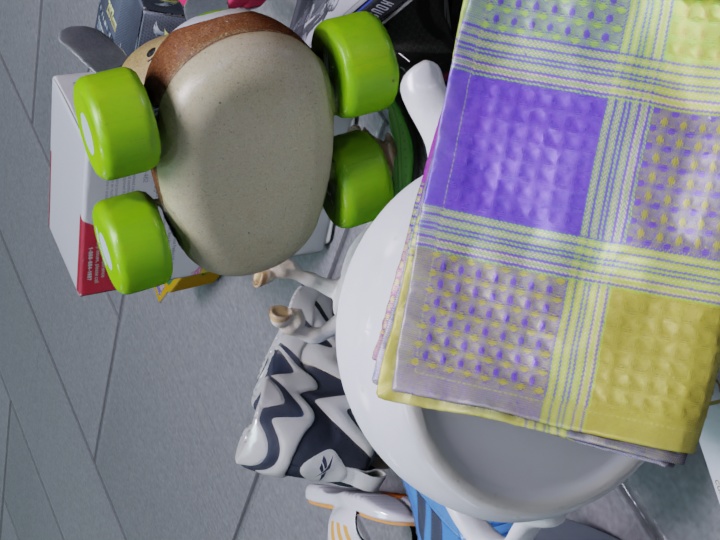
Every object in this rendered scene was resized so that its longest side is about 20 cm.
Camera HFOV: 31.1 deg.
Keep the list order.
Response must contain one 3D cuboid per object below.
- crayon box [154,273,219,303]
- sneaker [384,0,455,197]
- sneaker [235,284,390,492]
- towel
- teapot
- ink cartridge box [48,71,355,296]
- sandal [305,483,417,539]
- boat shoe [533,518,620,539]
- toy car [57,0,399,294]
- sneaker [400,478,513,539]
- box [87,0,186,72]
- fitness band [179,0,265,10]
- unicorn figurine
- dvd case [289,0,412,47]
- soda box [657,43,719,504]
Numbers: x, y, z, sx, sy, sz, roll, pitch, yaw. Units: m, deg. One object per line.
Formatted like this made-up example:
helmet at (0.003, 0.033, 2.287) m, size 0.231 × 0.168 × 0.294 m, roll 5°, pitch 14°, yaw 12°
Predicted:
crayon box at (-0.156, -0.063, 1.186) m, size 0.200 × 0.052 × 0.126 m, roll -42°, pitch 65°, yaw 59°
sneaker at (0.058, -0.096, 0.765) m, size 0.084 × 0.077 × 0.200 m, roll -13°, pitch 82°, yaw 28°
sneaker at (-0.010, 0.093, 0.961) m, size 0.199 × 0.130 × 0.080 m, roll -80°, pitch 14°, yaw -65°
towel at (0.091, -0.026, 0.541) m, size 0.144 × 0.023 × 0.200 m, roll 15°, pitch 92°, yaw 18°
teapot at (0.065, 0.029, 0.672) m, size 0.200 × 0.197 × 0.146 m, roll -56°, pitch 26°, yaw -6°
ink cartridge box at (-0.119, -0.074, 0.952) m, size 0.083 × 0.200 × 0.146 m, roll 57°, pitch 147°, yaw 38°
sandal at (0.011, 0.192, 0.953) m, size 0.207 × 0.079 × 0.059 m, roll 160°, pitch 117°, yaw -71°
boat shoe at (0.150, 0.214, 0.704) m, size 0.202 × 0.075 × 0.086 m, roll 32°, pitch 112°, yaw 46°
toy car at (-0.095, -0.108, 0.749) m, size 0.158 × 0.164 × 0.200 m, roll 92°, pitch 153°, yaw -43°
sneaker at (0.066, 0.136, 0.810) m, size 0.200 × 0.066 × 0.078 m, roll -113°, pitch 21°, yaw -43°
box at (-0.196, -0.190, 1.133) m, size 0.200 × 0.051 × 0.158 m, roll -118°, pitch 39°, yaw -52°
fitness band at (-0.090, -0.263, 0.878) m, size 0.200 × 0.037 × 0.144 m, roll -41°, pitch 72°, yaw 52°
unicorn figurine at (0.000, 0.000, 0.862) m, size 0.200 × 0.137 × 0.074 m, roll -55°, pitch 43°, yaw 38°
dvd case at (0.013, -0.205, 0.754) m, size 0.200 × 0.025 × 0.150 m, roll -23°, pitch 51°, yaw 62°
soda box at (0.173, -0.001, 0.573) m, size 0.064 × 0.068 × 0.200 m, roll -29°, pitch 76°, yaw 61°
